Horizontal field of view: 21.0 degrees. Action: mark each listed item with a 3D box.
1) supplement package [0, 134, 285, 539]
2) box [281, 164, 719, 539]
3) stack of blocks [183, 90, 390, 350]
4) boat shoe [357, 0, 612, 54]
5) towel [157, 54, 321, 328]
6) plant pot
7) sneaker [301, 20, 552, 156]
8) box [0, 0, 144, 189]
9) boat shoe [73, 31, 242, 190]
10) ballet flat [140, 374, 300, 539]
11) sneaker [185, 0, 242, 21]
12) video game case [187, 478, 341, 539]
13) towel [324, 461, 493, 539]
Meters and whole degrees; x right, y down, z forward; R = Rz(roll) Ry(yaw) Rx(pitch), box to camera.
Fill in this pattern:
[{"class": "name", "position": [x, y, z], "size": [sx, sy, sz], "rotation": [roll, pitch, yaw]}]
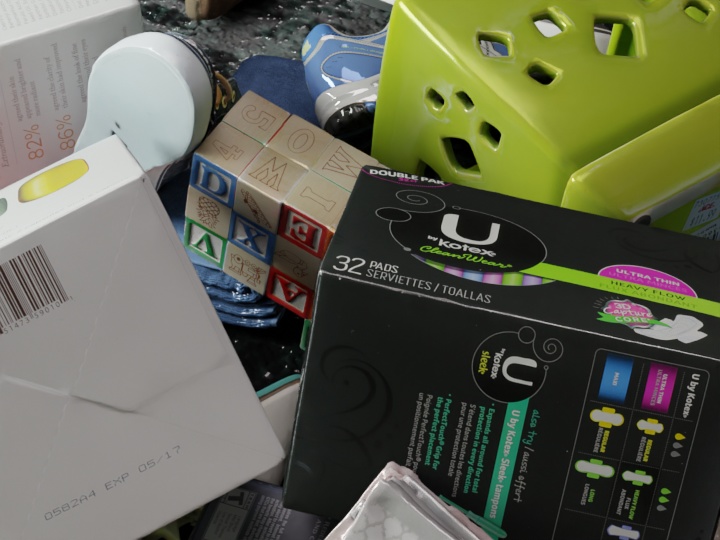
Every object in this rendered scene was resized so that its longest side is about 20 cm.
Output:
[{"class": "supplement package", "position": [-0.146, 0.040, 0.956], "size": [0.151, 0.152, 0.200], "rotation": [-27, 13, -6]}, {"class": "box", "position": [0.077, 0.048, 0.923], "size": [0.198, 0.126, 0.149], "rotation": [11, 23, 3]}, {"class": "stack of blocks", "position": [0.000, 0.000, 1.078], "size": [0.199, 0.116, 0.059], "rotation": [30, 54, 11]}, {"class": "boat shoe", "position": [0.084, -0.188, 1.300], "size": [0.198, 0.071, 0.064], "rotation": [20, 93, 22]}, {"class": "towel", "position": [-0.064, -0.051, 1.204], "size": [0.111, 0.049, 0.201], "rotation": [15, 49, 16]}, {"class": "plant pot", "position": [0.137, -0.068, 1.117], "size": [0.199, 0.200, 0.182], "rotation": [-27, 57, -24]}, {"class": "sneaker", "position": [0.050, -0.126, 1.214], "size": [0.199, 0.076, 0.078], "rotation": [-8, 62, -40]}, {"class": "box", "position": [-0.235, -0.108, 1.193], "size": [0.198, 0.153, 0.107], "rotation": [-18, 48, -15]}, {"class": "boat shoe", "position": [-0.104, -0.101, 1.101], "size": [0.071, 0.200, 0.091], "rotation": [48, 65, -1]}, {"class": "ballet flat", "position": [-0.096, 0.129, 1.031], "size": [0.199, 0.070, 0.070], "rotation": [-28, 51, -17]}, {"class": "sneaker", "position": [-0.057, -0.244, 1.373], "size": [0.075, 0.071, 0.201], "rotation": [16, 49, 16]}, {"class": "video game case", "position": [-0.001, 0.182, 0.924], "size": [0.198, 0.019, 0.144], "rotation": [15, 54, 13]}, {"class": "towel", "position": [0.030, 0.218, 0.846], "size": [0.199, 0.032, 0.192], "rotation": [38, 97, 12]}]
